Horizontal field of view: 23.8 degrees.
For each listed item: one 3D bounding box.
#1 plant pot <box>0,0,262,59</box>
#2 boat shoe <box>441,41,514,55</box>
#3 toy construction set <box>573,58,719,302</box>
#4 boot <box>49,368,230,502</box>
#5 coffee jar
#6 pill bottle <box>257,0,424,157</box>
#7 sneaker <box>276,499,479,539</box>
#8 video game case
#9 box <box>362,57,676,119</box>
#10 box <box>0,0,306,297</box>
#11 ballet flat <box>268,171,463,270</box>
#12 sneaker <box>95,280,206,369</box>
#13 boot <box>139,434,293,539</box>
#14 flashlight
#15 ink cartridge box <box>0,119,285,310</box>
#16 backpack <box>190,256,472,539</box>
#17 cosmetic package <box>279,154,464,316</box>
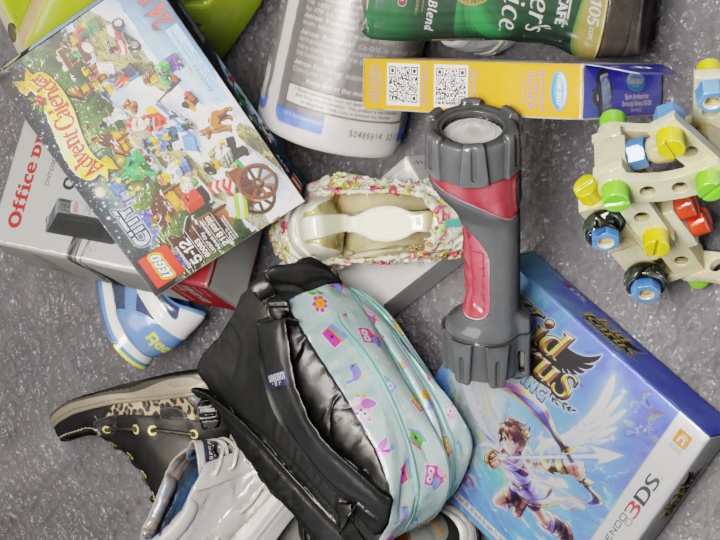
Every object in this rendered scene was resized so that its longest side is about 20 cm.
[{"bbox_3d":[-0.191,-0.269,1.307,0.201,0.180,0.200,63,144,15],"label":"plant pot"},{"bbox_3d":[0.092,-0.253,1.207,0.072,0.068,0.202,27,111,30],"label":"boat shoe"},{"bbox_3d":[0.215,-0.036,1.110,0.130,0.093,0.201,-20,122,27],"label":"toy construction set"},{"bbox_3d":[-0.175,0.169,1.457,0.198,0.073,0.153,-15,87,31],"label":"boot"},{"bbox_3d":[0.101,-0.199,1.146,0.197,0.085,0.106,4,107,-3],"label":"coffee jar"},{"bbox_3d":[-0.003,-0.195,1.256,0.113,0.113,0.202,24,110,31],"label":"pill bottle"},{"bbox_3d":[-0.006,0.198,1.329,0.198,0.079,0.075,2,98,40],"label":"sneaker"},{"bbox_3d":[0.140,0.120,1.234,0.200,0.045,0.182,42,117,25],"label":"video game case"},{"bbox_3d":[0.114,-0.126,1.176,0.198,0.118,0.042,9,101,35],"label":"box"},{"bbox_3d":[-0.149,-0.099,1.234,0.136,0.038,0.201,-32,107,11],"label":"box"},{"bbox_3d":[-0.002,-0.037,1.244,0.198,0.064,0.077,-7,91,37],"label":"ballet flat"},{"bbox_3d":[-0.186,-0.022,1.439,0.082,0.074,0.202,-25,75,19],"label":"sneaker"},{"bbox_3d":[-0.089,0.152,1.337,0.201,0.095,0.073,-57,32,2],"label":"boot"},{"bbox_3d":[0.076,-0.014,1.153,0.068,0.067,0.202,42,144,44],"label":"flashlight"},{"bbox_3d":[-0.178,-0.063,1.364,0.198,0.084,0.146,11,79,20],"label":"ink cartridge box"},{"bbox_3d":[-0.016,0.104,1.242,0.201,0.126,0.167,52,143,16],"label":"backpack"},{"bbox_3d":[0.000,0.000,1.317,0.200,0.050,0.083,-40,74,33],"label":"cosmetic package"}]
